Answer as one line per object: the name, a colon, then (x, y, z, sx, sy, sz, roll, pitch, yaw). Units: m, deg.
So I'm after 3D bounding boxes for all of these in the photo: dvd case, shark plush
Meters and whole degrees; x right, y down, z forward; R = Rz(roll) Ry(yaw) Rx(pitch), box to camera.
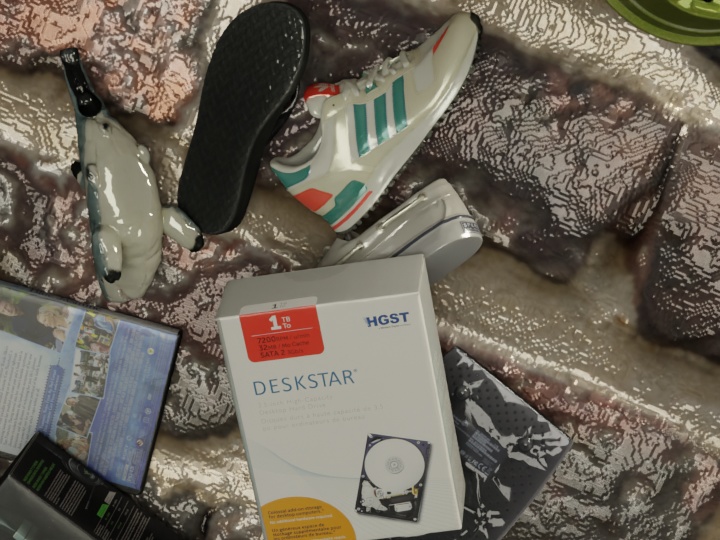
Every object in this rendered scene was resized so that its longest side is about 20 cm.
dvd case: (-0.255, 0.089, 1.750, 0.199, 0.018, 0.143, 15, 105, 1)
shark plush: (-0.207, -0.069, 1.682, 0.091, 0.083, 0.200, -35, 107, -29)

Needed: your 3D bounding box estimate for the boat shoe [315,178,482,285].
boat shoe: (0.000, 0.000, 1.684, 0.200, 0.072, 0.066, -36, 67, 24)

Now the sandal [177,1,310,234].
sandal: (-0.087, -0.122, 1.673, 0.075, 0.048, 0.201, 36, 119, 20)

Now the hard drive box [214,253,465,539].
hard drive box: (-0.013, 0.101, 1.641, 0.155, 0.077, 0.201, -8, 111, 8)

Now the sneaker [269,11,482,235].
sneaker: (0.009, -0.127, 1.650, 0.093, 0.070, 0.200, 35, 106, -9)

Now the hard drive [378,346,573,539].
hard drive: (0.060, 0.167, 1.726, 0.135, 0.042, 0.200, 38, 104, -4)

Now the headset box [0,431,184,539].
headset box: (-0.249, 0.256, 1.739, 0.200, 0.093, 0.174, 36, 109, -6)

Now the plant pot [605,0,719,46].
plant pot: (0.252, -0.249, 1.539, 0.199, 0.190, 0.201, 1, 102, 5)
